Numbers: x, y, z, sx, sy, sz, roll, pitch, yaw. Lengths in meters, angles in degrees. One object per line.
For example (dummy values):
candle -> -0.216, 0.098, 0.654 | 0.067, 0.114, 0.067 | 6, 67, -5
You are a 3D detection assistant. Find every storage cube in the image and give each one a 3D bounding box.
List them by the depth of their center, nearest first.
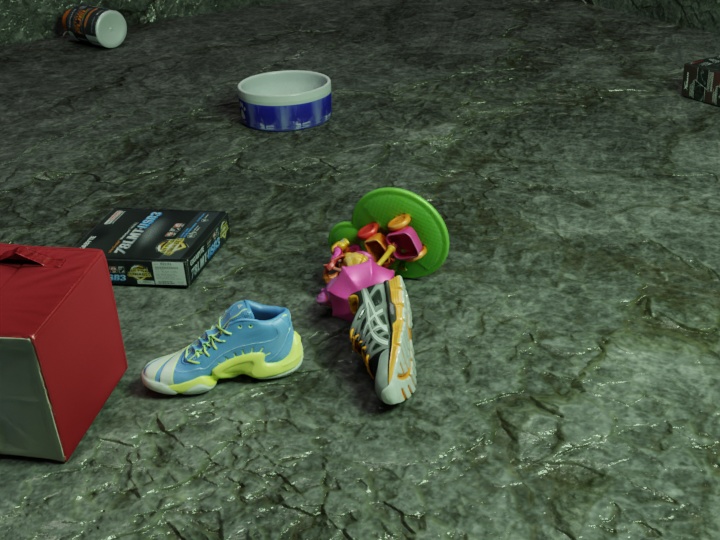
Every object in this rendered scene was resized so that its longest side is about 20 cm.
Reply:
storage cube -> -0.391, 0.089, 1.187 | 0.171, 0.200, 0.180 | 3, 32, 11

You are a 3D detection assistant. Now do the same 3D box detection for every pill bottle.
pill bottle -> -0.759, -0.693, 2.932 | 0.200, 0.106, 0.106 | 19, 33, 39

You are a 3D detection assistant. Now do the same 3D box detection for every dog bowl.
dog bowl -> -0.161, -0.366, 2.230 | 0.200, 0.079, 0.200 | -2, 25, 1

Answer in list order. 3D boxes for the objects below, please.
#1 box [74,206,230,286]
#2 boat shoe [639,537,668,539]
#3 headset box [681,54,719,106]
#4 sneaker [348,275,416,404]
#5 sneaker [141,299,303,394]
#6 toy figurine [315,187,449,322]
box -> -0.326, -0.039, 1.611 | 0.198, 0.050, 0.200 | 4, 26, 11
boat shoe -> 0.314, 0.271, 0.876 | 0.200, 0.073, 0.065 | 16, 37, 34
headset box -> 0.810, -0.398, 2.201 | 0.149, 0.077, 0.200 | -18, 31, -27
sneaker -> 0.024, 0.089, 1.267 | 0.077, 0.078, 0.200 | -10, 36, 8
sneaker -> -0.171, 0.085, 1.269 | 0.200, 0.105, 0.076 | -9, 26, -14
toy figurine -> 0.000, 0.000, 1.431 | 0.200, 0.150, 0.184 | -12, 27, 36
